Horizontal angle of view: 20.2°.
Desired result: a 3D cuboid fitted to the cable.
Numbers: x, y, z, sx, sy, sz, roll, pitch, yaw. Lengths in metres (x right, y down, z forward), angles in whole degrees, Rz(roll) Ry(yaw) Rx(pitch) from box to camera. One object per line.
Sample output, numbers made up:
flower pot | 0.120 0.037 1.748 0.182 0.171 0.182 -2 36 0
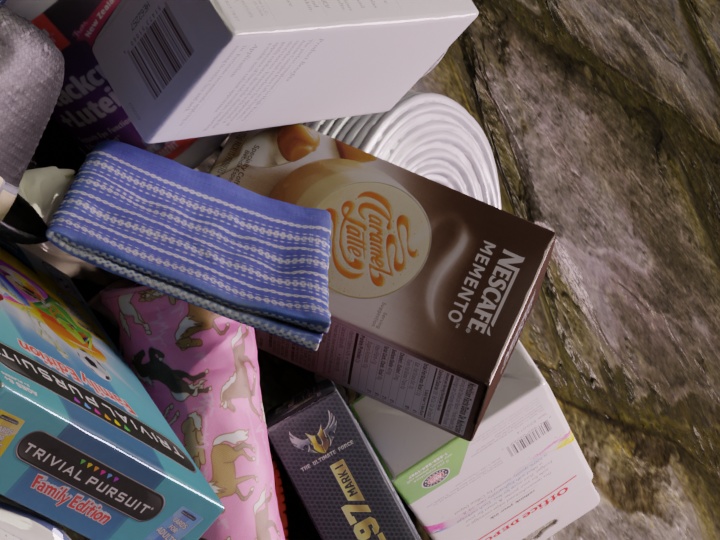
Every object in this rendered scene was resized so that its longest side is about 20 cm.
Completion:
cable | 0.020 -0.022 1.329 0.201 0.069 0.200 -60 139 -26

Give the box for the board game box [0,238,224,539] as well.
board game box | -0.164 0.040 0.948 0.151 0.047 0.200 36 9 -45

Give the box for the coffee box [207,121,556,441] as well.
coffee box | 0.000 0.000 1.178 0.199 0.080 0.115 23 61 7

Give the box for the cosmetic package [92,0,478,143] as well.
cosmetic package | -0.039 -0.136 1.142 0.199 0.102 0.074 -13 67 -46

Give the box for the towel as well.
towel | -0.080 -0.021 1.036 0.144 0.024 0.200 21 14 -6

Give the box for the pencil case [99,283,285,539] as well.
pencil case | -0.082 0.096 1.046 0.083 0.086 0.202 -10 91 -55

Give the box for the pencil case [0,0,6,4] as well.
pencil case | -0.276 -0.196 1.046 0.200 0.084 0.086 50 49 -23

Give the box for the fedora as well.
fedora | -0.207 -0.097 0.960 0.200 0.092 0.201 36 -1 1

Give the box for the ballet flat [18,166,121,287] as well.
ballet flat | -0.160 -0.029 1.111 0.200 0.069 0.070 6 58 -63

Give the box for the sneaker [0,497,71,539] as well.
sneaker | -0.141 0.189 0.884 0.199 0.080 0.116 46 25 -36

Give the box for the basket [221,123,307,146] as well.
basket | -0.073 -0.170 1.377 0.200 0.123 0.136 38 32 -44

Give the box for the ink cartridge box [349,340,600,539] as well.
ink cartridge box | 0.080 0.122 1.332 0.067 0.117 0.200 57 -1 33

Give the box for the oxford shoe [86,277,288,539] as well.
oxford shoe | -0.098 0.098 1.124 0.072 0.071 0.201 -20 89 -33

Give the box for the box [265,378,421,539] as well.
box | 0.000 0.144 1.176 0.159 0.051 0.200 63 -3 -1

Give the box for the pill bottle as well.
pill bottle | -0.163 -0.149 1.181 0.200 0.111 0.112 48 26 -29
